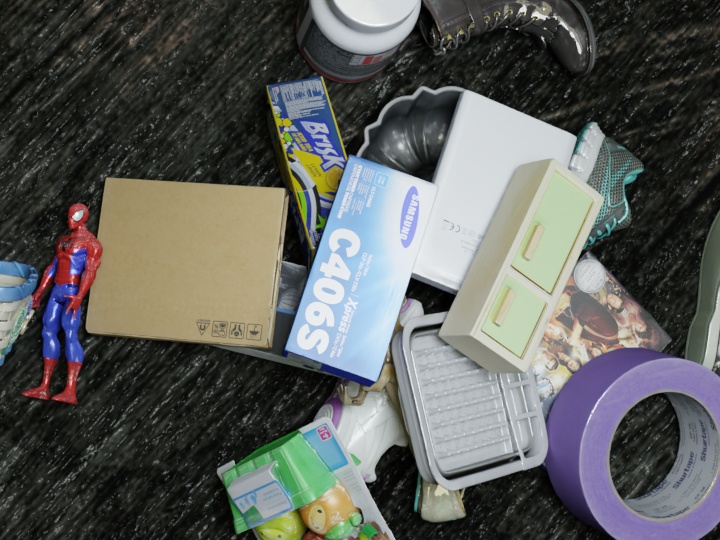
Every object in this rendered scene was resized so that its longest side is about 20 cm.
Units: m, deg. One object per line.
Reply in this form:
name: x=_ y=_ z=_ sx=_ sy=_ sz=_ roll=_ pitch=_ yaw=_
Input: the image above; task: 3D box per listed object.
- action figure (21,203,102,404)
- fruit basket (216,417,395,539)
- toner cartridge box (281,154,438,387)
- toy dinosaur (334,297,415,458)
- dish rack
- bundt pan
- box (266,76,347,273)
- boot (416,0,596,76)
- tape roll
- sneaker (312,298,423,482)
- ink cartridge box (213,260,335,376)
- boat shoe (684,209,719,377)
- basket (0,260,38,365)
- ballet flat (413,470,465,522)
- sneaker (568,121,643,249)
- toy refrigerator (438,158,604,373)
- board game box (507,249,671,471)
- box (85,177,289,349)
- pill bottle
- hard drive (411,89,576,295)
action figure: x=-0.301 y=0.031 z=1.479 sx=0.065 sy=0.052 sz=0.202 roll=3 pitch=80 yaw=34
fruit basket: x=-0.047 y=0.261 z=1.446 sx=0.093 sy=0.185 sz=0.202 roll=-22 pitch=85 yaw=-47
toner cartridge box: x=0.000 y=0.000 z=1.392 sx=0.094 sy=0.043 sz=0.202 roll=19 pitch=78 yaw=-4
toy dinosaur: x=0.030 y=0.103 z=1.449 sx=0.100 sy=0.058 sz=0.202 roll=-10 pitch=93 yaw=-35
dish rack: x=0.105 y=0.126 z=1.464 sx=0.199 sy=0.043 sz=0.174 roll=-6 pitch=82 yaw=-50
bundt pan: x=0.082 y=-0.089 z=1.539 sx=0.200 sy=0.076 sz=0.204 roll=2 pitch=82 yaw=-13
box: x=-0.045 y=-0.095 z=1.491 sx=0.064 sy=0.070 sz=0.202 roll=-11 pitch=62 yaw=-9
boot: x=0.141 y=-0.267 z=1.553 sx=0.173 sy=0.069 sz=0.201 roll=-28 pitch=79 yaw=-29
tape roll: x=0.299 y=0.185 z=1.524 sx=0.198 sy=0.085 sz=0.202 roll=-1 pitch=95 yaw=-18
sneaker: x=0.021 y=0.126 z=1.526 sx=0.099 sy=0.075 sz=0.201 roll=33 pitch=79 yaw=-24
ink cartridge box: x=-0.069 y=0.045 z=1.490 sx=0.198 sy=0.039 sz=0.100 roll=12 pitch=75 yaw=12
boat shoe: x=0.407 y=0.021 z=1.590 sx=0.060 sy=0.072 sz=0.203 roll=13 pitch=89 yaw=-11
basket: x=-0.385 y=-0.001 z=1.417 sx=0.137 sy=0.176 sz=0.202 roll=2 pitch=103 yaw=-7
ballet flat: x=0.092 y=0.162 z=1.525 sx=0.062 sy=0.067 sz=0.202 roll=3 pitch=93 yaw=8
sneaker: x=0.244 y=-0.059 z=1.552 sx=0.091 sy=0.078 sz=0.201 roll=26 pitch=72 yaw=-4
toy refrigerator: x=0.161 y=-0.005 z=1.434 sx=0.076 sy=0.070 sz=0.201 roll=34 pitch=72 yaw=-22
board game box: x=0.221 y=0.096 z=1.568 sx=0.136 sy=0.035 sz=0.200 roll=45 pitch=80 yaw=-2
box: x=-0.177 y=-0.009 z=1.486 sx=0.198 sy=0.021 sz=0.165 roll=4 pitch=81 yaw=14
pill bottle: x=-0.001 y=-0.268 z=1.485 sx=0.114 sy=0.200 sz=0.117 roll=1 pitch=85 yaw=-9
hard drive: x=0.134 y=-0.068 z=1.494 sx=0.131 sy=0.025 sz=0.202 roll=21 pitch=76 yaw=-10
